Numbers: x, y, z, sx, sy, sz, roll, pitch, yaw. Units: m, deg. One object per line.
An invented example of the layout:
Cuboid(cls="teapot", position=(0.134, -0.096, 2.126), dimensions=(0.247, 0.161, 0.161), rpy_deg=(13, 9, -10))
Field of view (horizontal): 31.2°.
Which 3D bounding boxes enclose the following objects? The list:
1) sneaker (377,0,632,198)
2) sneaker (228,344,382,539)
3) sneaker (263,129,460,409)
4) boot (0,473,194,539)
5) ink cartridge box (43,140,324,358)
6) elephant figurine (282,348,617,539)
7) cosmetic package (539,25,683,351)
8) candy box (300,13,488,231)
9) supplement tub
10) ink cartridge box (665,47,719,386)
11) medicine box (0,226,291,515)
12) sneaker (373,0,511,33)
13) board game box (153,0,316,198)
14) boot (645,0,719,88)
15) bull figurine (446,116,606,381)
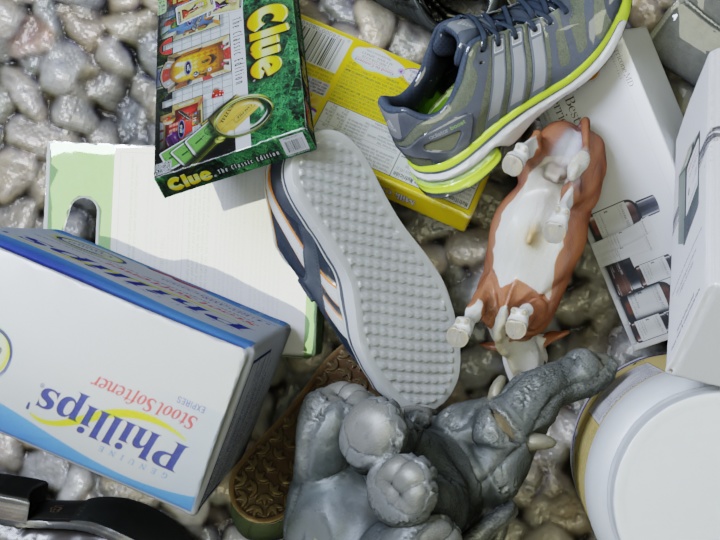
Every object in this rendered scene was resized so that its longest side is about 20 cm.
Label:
Cuboid(cls="sneaker", position=(0.093, -0.139, 0.820), dimensions=(0.200, 0.081, 0.074), rpy_deg=(-48, 42, -1))
Cuboid(cls="sneaker", position=(-0.017, 0.114, 0.902), dimensions=(0.067, 0.090, 0.200), rpy_deg=(41, 63, 16))
Cuboid(cls="sneaker", position=(0.000, 0.000, 0.865), dimensions=(0.078, 0.079, 0.202), rpy_deg=(-29, 103, -22))
Cuboid(cls="boot", position=(-0.220, 0.249, 0.929), dimensions=(0.198, 0.069, 0.176), rpy_deg=(14, 96, 9))
Cuboid(cls="ink cartridge box", position=(-0.123, -0.016, 0.921), dimensions=(0.197, 0.048, 0.148), rpy_deg=(3, 90, 5))
Cuboid(cls="elephant figurine", position=(0.055, 0.130, 0.804), dimensions=(0.154, 0.199, 0.143), rpy_deg=(-5, 91, 41))
Cuboid(cls="cosmetic package", position=(0.189, -0.055, 0.875), dimensions=(0.082, 0.050, 0.202), rpy_deg=(-24, 87, 35))
Cuboid(cls="candy box", position=(0.002, -0.110, 0.900), dimensions=(0.198, 0.026, 0.103), rpy_deg=(24, 64, 5))
Cuboid(cls="supplement tub", position=(0.210, 0.129, 0.814), dimensions=(0.143, 0.200, 0.147), rpy_deg=(0, 90, 5))
Cuboid(cls="ink cartridge box", position=(0.261, -0.025, 0.749), dimensions=(0.144, 0.084, 0.201), rpy_deg=(13, 49, 3))
Cuboid(cls="medicine box", position=(-0.151, 0.053, 0.799), dimensions=(0.180, 0.200, 0.104), rpy_deg=(22, 91, 2))
Cuboid(cls="sneaker", position=(0.021, -0.217, 0.883), dimensions=(0.199, 0.099, 0.071), rpy_deg=(32, 93, 5))
Cuboid(cls="board game box", position=(-0.087, -0.136, 0.864), dimensions=(0.104, 0.024, 0.201), rpy_deg=(-16, 45, 7))
Cuboid(cls="boot", position=(0.275, -0.101, 0.874), dimensions=(0.199, 0.073, 0.183), rpy_deg=(36, 79, -2))
Cuboid(cls="bull figurine", position=(0.110, -0.003, 0.847), dimensions=(0.064, 0.121, 0.202), rpy_deg=(17, 107, 17))
